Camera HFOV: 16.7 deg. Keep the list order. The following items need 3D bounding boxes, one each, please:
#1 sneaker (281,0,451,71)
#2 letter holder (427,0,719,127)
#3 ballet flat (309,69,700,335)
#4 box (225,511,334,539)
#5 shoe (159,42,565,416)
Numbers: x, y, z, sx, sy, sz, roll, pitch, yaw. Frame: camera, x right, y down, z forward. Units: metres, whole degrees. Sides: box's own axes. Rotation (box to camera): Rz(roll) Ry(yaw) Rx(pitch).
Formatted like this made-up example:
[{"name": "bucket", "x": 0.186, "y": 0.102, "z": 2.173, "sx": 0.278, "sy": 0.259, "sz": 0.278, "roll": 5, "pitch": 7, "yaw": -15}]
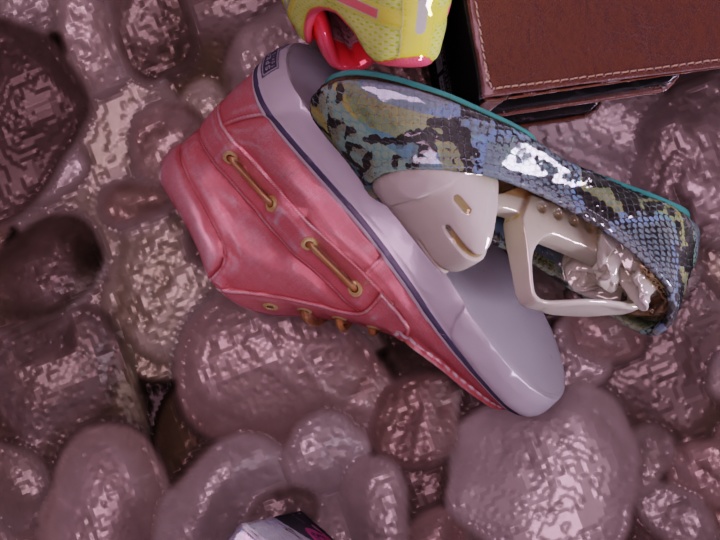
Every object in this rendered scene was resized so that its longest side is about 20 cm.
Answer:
[{"name": "sneaker", "x": -0.015, "y": -0.133, "z": 1.055, "sx": 0.077, "sy": 0.200, "sz": 0.091, "roll": -6, "pitch": 106, "yaw": -18}, {"name": "letter holder", "x": 0.094, "y": -0.173, "z": 1.082, "sx": 0.141, "sy": 0.101, "sz": 0.202, "roll": -9, "pitch": 85, "yaw": -10}, {"name": "ballet flat", "x": 0.064, "y": -0.023, "z": 1.048, "sx": 0.199, "sy": 0.074, "sz": 0.075, "roll": 20, "pitch": 88, "yaw": -25}, {"name": "box", "x": -0.026, "y": 0.181, "z": 1.019, "sx": 0.132, "sy": 0.200, "sz": 0.115, "roll": 42, "pitch": 89, "yaw": 7}, {"name": "shoe", "x": 0.000, "y": 0.000, "z": 1.101, "sx": 0.091, "sy": 0.072, "sz": 0.200, "roll": -37, "pitch": 98, "yaw": 27}]
